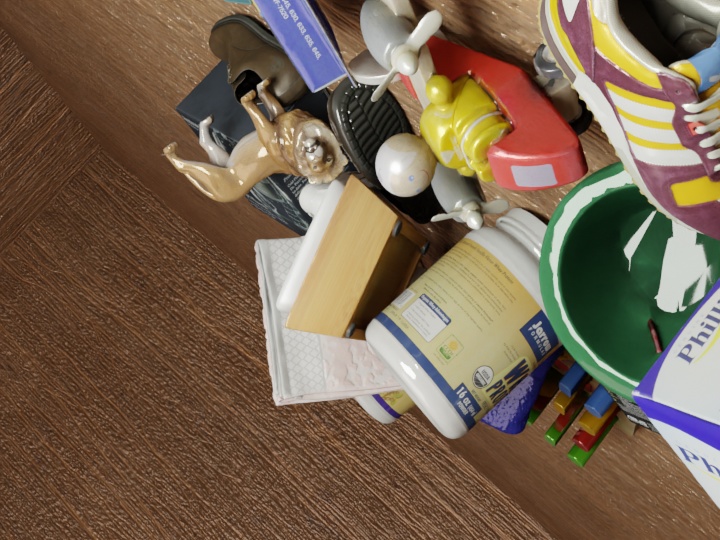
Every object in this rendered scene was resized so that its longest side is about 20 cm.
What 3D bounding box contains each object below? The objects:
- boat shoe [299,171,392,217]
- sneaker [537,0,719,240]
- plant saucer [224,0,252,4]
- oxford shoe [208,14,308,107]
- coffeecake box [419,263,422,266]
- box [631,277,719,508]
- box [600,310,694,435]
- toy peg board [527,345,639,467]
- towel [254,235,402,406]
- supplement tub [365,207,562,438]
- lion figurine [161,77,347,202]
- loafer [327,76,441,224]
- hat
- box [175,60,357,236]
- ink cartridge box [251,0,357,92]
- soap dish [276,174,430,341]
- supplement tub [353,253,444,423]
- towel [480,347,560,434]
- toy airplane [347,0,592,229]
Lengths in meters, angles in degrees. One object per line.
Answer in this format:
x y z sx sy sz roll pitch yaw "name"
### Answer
-0.010 -0.088 0.981 0.064 0.075 0.200 23 -170 16 "boat shoe"
0.180 -0.090 0.457 0.200 0.075 0.090 44 174 -12 "sneaker"
-0.177 -0.358 0.851 0.070 0.019 0.201 29 162 51 "plant saucer"
-0.131 -0.239 0.966 0.199 0.085 0.073 33 168 46 "oxford shoe"
0.009 -0.036 1.265 0.153 0.073 0.201 33 166 36 "coffeecake box"
0.274 0.069 0.436 0.200 0.184 0.105 46 169 -24 "box"
0.280 0.077 0.698 0.164 0.086 0.199 47 168 -24 "box"
0.246 0.146 1.053 0.199 0.098 0.200 37 168 26 "toy peg board"
-0.025 0.050 1.002 0.032 0.187 0.204 140 122 -64 "towel"
0.118 0.050 0.830 0.145 0.199 0.144 49 175 5 "supplement tub"
-0.115 -0.122 0.905 0.198 0.073 0.124 -23 109 29 "lion figurine"
0.018 -0.124 0.893 0.071 0.073 0.201 27 161 47 "loafer"
0.241 -0.009 0.641 0.200 0.167 0.175 48 -147 22 "hat"
-0.100 -0.156 1.074 0.199 0.124 0.197 31 162 46 "box"
-0.079 -0.240 0.649 0.199 0.046 0.201 56 -169 -26 "ink cartridge box"
0.000 0.000 0.878 0.080 0.160 0.200 25 -179 16 "soap dish"
0.069 0.089 1.109 0.146 0.199 0.146 51 -173 -8 "supplement tub"
0.154 0.085 0.978 0.146 0.050 0.203 25 126 16 "towel"
0.054 -0.119 0.615 0.200 0.142 0.199 43 170 -8 "toy airplane"
